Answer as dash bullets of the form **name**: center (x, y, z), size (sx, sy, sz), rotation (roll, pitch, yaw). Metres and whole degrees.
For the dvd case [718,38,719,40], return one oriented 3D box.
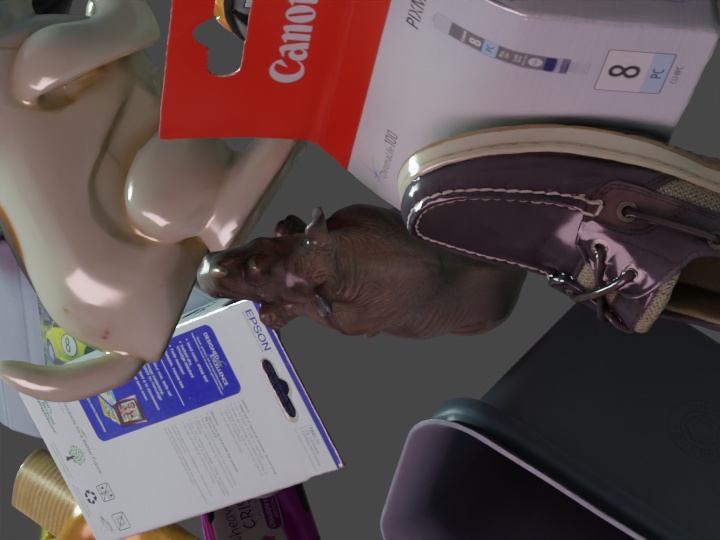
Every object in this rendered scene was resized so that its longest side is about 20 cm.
- **dvd case**: center (0.098, -0.180, 0.812), size (0.148, 0.016, 0.200), rotation (23, 140, 26)

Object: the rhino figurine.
- **rhino figurine**: center (0.000, 0.000, 0.965), size (0.087, 0.200, 0.060), rotation (-2, 87, 34)

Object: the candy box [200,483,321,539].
- **candy box**: center (-0.045, 0.213, 1.252), size (0.137, 0.061, 0.200), rotation (-111, 11, -46)

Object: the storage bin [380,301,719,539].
- **storage bin**: center (0.131, 0.109, 0.976), size (0.200, 0.134, 0.146), rotation (33, 143, 14)

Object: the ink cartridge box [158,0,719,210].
- **ink cartridge box**: center (0.024, -0.071, 0.864), size (0.199, 0.047, 0.160), rotation (3, 151, -8)

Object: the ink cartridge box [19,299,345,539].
- **ink cartridge box**: center (-0.087, 0.075, 1.145), size (0.200, 0.039, 0.100), rotation (-20, 98, 43)

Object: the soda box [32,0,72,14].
- **soda box**: center (-0.210, -0.088, 1.158), size (0.071, 0.063, 0.200), rotation (37, 144, 6)

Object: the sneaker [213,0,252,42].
- **sneaker**: center (-0.009, -0.146, 0.892), size (0.077, 0.078, 0.200), rotation (29, 149, 5)

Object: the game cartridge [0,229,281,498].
- **game cartridge**: center (-0.129, 0.042, 1.210), size (0.199, 0.041, 0.134), rotation (12, 114, 33)

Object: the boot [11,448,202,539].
- **boot**: center (-0.159, 0.214, 1.410), size (0.144, 0.071, 0.202), rotation (30, 138, 22)

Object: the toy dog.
- **toy dog**: center (-0.143, -0.059, 1.009), size (0.200, 0.194, 0.140), rotation (35, -178, 0)

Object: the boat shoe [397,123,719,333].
- **boat shoe**: center (0.112, -0.008, 0.861), size (0.199, 0.065, 0.072), rotation (9, 153, -7)
